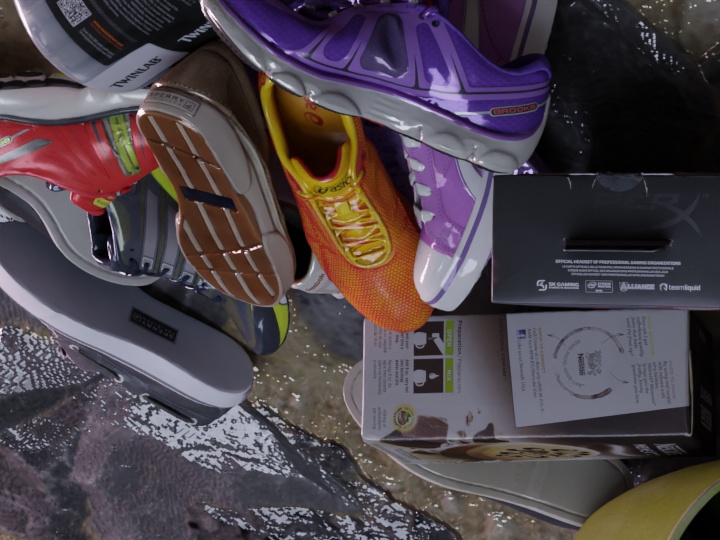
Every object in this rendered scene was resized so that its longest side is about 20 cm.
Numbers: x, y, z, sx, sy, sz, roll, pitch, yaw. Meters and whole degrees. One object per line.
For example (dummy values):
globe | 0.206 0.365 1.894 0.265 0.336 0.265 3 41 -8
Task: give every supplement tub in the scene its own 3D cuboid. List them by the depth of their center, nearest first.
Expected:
supplement tub | -0.095 -0.192 1.599 0.200 0.123 0.123 -28 115 39

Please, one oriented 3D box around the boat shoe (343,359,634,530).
boat shoe | 0.077 0.116 1.837 0.200 0.073 0.063 24 168 -3

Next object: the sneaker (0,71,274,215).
sneaker | -0.146 -0.075 1.706 0.199 0.077 0.085 0 104 -4

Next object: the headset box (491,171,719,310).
headset box | 0.166 -0.017 1.595 0.148 0.200 0.075 1 91 21

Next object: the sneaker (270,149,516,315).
sneaker | 0.000 0.000 1.757 0.200 0.085 0.073 28 133 -7

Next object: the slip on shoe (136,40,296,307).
slip on shoe | -0.076 -0.053 1.657 0.076 0.061 0.200 14 149 27

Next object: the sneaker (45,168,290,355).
sneaker | -0.122 -0.017 1.780 0.200 0.081 0.074 50 164 -17

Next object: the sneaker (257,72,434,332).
sneaker | -0.014 -0.044 1.647 0.073 0.077 0.200 -21 113 15

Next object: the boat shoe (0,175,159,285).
boat shoe | -0.201 -0.060 1.802 0.200 0.074 0.060 33 177 -30

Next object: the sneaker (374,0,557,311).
sneaker | 0.033 -0.083 1.618 0.114 0.073 0.201 12 94 -12

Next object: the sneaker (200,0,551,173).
sneaker | 0.010 -0.122 1.546 0.200 0.081 0.084 20 97 -11

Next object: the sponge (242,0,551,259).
sponge | 0.021 -0.087 1.680 0.111 0.030 0.200 -33 109 19

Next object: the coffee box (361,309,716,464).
coffee box | 0.111 0.072 1.727 0.200 0.080 0.113 -2 169 15

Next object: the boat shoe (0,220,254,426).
boat shoe | -0.167 0.041 1.878 0.200 0.070 0.066 28 133 -14

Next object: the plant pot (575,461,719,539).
plant pot | 0.208 0.195 1.715 0.187 0.187 0.200 44 166 -18
